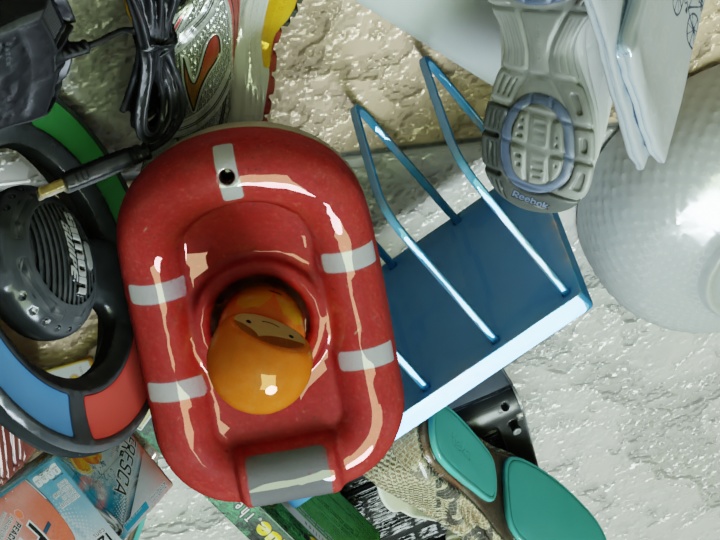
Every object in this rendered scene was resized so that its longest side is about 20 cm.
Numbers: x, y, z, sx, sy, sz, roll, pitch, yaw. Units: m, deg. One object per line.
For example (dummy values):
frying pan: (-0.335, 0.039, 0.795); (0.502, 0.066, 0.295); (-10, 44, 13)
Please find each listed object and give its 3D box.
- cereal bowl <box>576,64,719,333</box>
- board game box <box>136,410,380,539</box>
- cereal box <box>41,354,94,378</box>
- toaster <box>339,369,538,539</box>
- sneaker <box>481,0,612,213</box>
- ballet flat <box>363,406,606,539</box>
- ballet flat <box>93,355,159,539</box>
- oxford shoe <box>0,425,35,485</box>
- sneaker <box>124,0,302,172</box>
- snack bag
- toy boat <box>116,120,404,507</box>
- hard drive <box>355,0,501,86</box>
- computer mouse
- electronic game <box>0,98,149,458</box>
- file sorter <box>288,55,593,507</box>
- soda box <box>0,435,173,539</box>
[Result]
cereal bowl: (0.234, -0.031, 1.585); (0.199, 0.083, 0.200); (-15, 142, -12)
board game box: (-0.064, 0.107, 1.454); (0.023, 0.105, 0.200); (-41, 104, 14)
cereal box: (-0.247, 0.097, 1.442); (0.199, 0.040, 0.144); (-17, 178, -18)
toaster: (0.009, 0.125, 1.617); (0.199, 0.119, 0.181); (-23, 141, -3)
sneaker: (0.102, -0.134, 1.354); (0.074, 0.087, 0.201); (13, 113, 14)
ballet flat: (0.062, 0.131, 1.516); (0.075, 0.068, 0.200); (-20, 142, 31)
ballet flat: (-0.143, 0.093, 1.556); (0.067, 0.068, 0.200); (13, 124, -17)
oxford shoe: (-0.251, 0.094, 1.331); (0.200, 0.075, 0.071); (-21, 119, -38)
sneaker: (-0.086, -0.120, 1.328); (0.082, 0.078, 0.201); (1, 126, -22)
snack bag: (0.146, -0.179, 1.301); (0.021, 0.189, 0.200); (7, 152, 21)
toy boat: (-0.050, 0.030, 1.303); (0.130, 0.131, 0.201); (-11, 106, 0)
hard drive: (0.068, -0.172, 1.379); (0.132, 0.026, 0.200); (-42, 139, 20)
computer mouse: (-0.172, -0.082, 1.242); (0.199, 0.046, 0.141); (-26, 143, -20)
electronic game: (-0.160, -0.004, 1.319); (0.041, 0.201, 0.200); (-19, 146, 26)
file sorter: (0.000, 0.000, 1.442); (0.200, 0.139, 0.123); (-35, 120, 13)
soda box: (-0.203, 0.160, 1.540); (0.200, 0.064, 0.068); (-37, -174, 34)
